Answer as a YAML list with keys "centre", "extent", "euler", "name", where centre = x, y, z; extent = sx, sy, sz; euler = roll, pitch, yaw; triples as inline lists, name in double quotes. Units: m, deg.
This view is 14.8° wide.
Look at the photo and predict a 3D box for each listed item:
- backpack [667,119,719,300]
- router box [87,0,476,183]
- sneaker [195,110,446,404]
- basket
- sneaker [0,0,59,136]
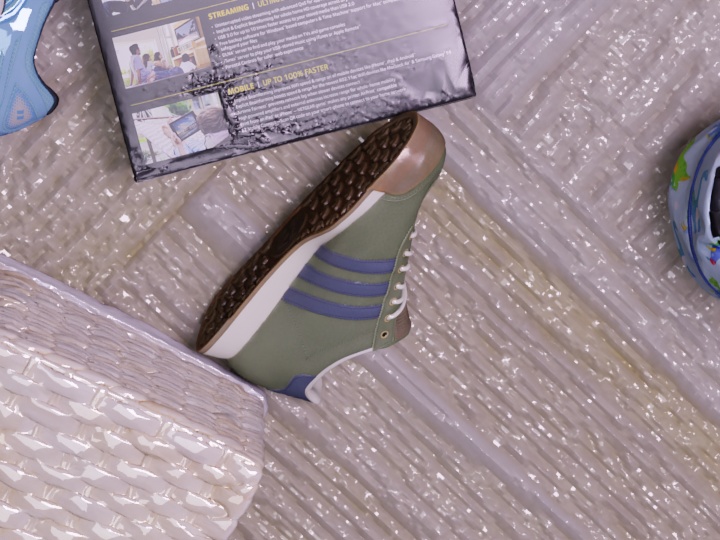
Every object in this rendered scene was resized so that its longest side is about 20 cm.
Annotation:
- centre: [0.275, -0.042, 1.562]
  extent: [0.200, 0.154, 0.163]
  euler: [-22, 107, -20]
  name: "backpack"
- centre: [-0.048, -0.146, 1.553]
  extent: [0.200, 0.051, 0.149]
  euler: [-14, 102, 0]
  name: "router box"
- centre: [0.000, 0.000, 1.572]
  extent: [0.090, 0.067, 0.200]
  euler: [36, 119, -19]
  name: "sneaker"
- centre: [-0.174, 0.128, 1.557]
  extent: [0.200, 0.161, 0.198]
  euler: [27, 100, -11]
  name: "basket"
- centre: [-0.211, -0.170, 1.539]
  extent: [0.090, 0.078, 0.200]
  euler: [-12, 108, -20]
  name: "sneaker"
